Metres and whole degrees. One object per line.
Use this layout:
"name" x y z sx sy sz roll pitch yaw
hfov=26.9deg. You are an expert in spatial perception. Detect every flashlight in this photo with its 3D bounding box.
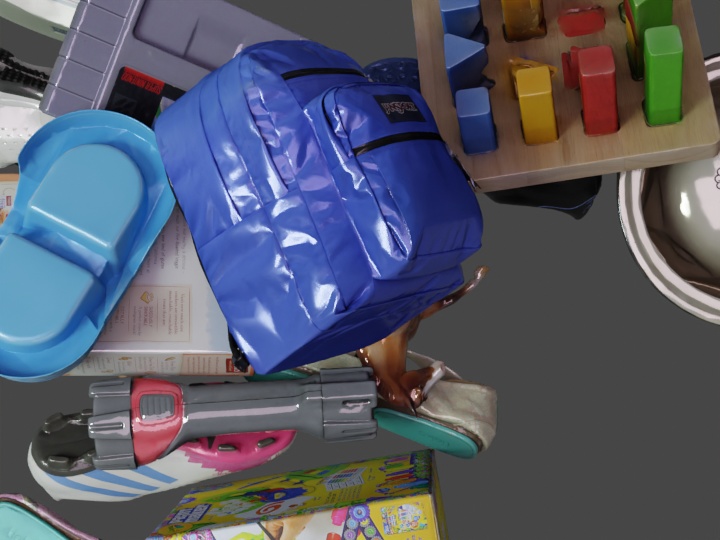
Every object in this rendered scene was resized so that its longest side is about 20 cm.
"flashlight" -0.089 0.103 1.061 0.199 0.068 0.068 -3 114 -4

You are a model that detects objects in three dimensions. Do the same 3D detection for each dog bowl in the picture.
"dog bowl" 0.283 -0.058 1.100 0.199 0.074 0.201 0 92 3
"dog bowl" -0.201 -0.012 1.017 0.111 0.050 0.201 26 69 4

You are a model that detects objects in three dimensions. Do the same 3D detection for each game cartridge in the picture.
"game cartridge" -0.120 -0.135 1.095 0.199 0.038 0.130 21 88 -27

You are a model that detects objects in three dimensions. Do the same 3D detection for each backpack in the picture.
"backpack" -0.025 -0.059 1.003 0.168 0.162 0.201 -35 76 28

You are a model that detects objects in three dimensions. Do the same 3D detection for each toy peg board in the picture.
"toy peg board" 0.134 -0.172 1.043 0.198 0.098 0.201 -8 58 7

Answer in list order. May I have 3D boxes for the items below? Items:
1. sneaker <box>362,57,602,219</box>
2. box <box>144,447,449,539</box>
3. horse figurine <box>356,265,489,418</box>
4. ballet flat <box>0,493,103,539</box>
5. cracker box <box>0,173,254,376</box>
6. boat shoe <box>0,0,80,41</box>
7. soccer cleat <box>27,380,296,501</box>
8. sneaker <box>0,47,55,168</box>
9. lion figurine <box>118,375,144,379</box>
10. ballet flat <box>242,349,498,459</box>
"sneaker" 0.084 -0.092 1.113 0.199 0.078 0.070 24 60 24
"box" -0.033 0.211 1.058 0.192 0.200 0.123 -9 91 4
"horse figurine" 0.000 0.000 1.112 0.200 0.050 0.133 38 75 4
"ballet flat" -0.199 0.232 1.131 0.200 0.071 0.069 33 89 8
"cracker box" -0.172 0.004 1.071 0.199 0.058 0.135 1 68 -5
"boat shoe" -0.223 -0.215 1.132 0.200 0.070 0.072 20 82 -2
"soccer cleat" -0.148 0.133 1.133 0.199 0.086 0.070 -5 57 -7
"sneaker" -0.237 -0.111 1.138 0.199 0.074 0.080 17 121 -3
"lion figurine" -0.157 0.020 1.135 0.199 0.072 0.123 -24 80 -11
"ballet flat" 0.009 0.084 1.132 0.199 0.068 0.063 20 63 -1
